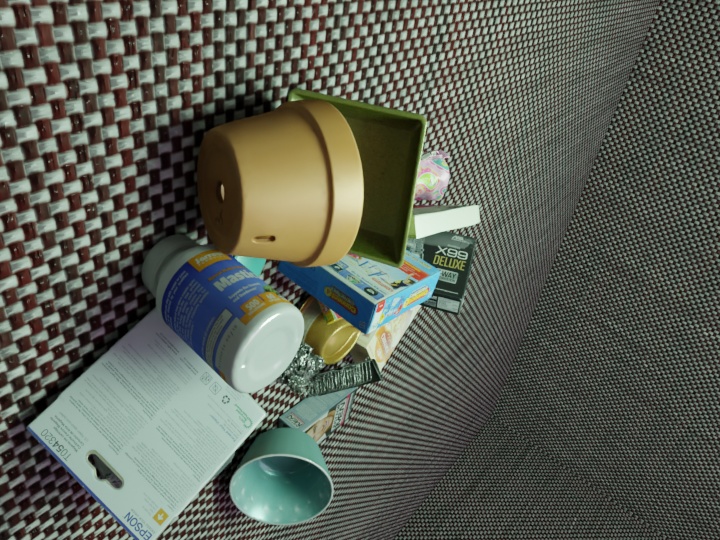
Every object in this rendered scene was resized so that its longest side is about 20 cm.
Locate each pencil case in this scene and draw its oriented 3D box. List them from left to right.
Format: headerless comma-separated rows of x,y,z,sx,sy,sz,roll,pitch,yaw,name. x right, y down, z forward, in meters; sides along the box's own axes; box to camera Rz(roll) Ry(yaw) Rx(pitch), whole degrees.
0.049,-0.146,0.861,0.195,0.088,0.089,-10,130,-28,pencil case

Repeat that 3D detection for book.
0.073,-0.085,0.873,0.131,0.198,0.050,-13,103,-32,book

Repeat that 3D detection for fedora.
-0.057,0.116,1.042,0.200,0.081,0.204,-42,149,-32,fedora

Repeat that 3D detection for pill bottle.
-0.169,0.040,0.644,0.112,0.198,0.114,-39,149,-30,pill bottle

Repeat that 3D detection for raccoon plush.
-0.138,0.113,0.842,0.098,0.133,0.200,-52,153,-9,raccoon plush

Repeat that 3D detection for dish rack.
-0.053,0.215,1.081,0.150,0.056,0.199,-19,169,18,dish rack

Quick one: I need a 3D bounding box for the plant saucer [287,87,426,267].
-0.011,-0.129,0.751,0.048,0.195,0.205,-40,143,-59,plant saucer

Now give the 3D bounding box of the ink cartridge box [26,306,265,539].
-0.250,0.181,0.665,0.200,0.197,0.043,-45,-176,-22,ink cartridge box

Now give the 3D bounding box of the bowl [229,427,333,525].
-0.150,0.387,1.068,0.106,0.195,0.205,-95,-165,-58,bowl

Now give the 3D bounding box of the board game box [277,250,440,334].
0.000,0.000,0.901,0.194,0.198,0.057,-21,136,-50,board game box

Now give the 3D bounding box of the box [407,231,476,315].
0.110,-0.012,1.033,0.051,0.195,0.160,89,19,-48,box

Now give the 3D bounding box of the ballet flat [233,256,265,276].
-0.183,0.021,0.752,0.067,0.061,0.205,37,67,-56,ballet flat

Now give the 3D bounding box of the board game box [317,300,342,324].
-0.015,0.034,1.031,0.030,0.098,0.198,-27,172,31,board game box

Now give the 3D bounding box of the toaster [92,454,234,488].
-0.263,0.237,0.749,0.198,0.113,0.131,-37,133,-22,toaster

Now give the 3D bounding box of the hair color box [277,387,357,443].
-0.096,0.323,1.204,0.198,0.060,0.101,-27,139,-47,hair color box

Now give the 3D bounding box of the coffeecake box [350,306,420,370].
0.052,0.108,1.222,0.202,0.072,0.155,-55,153,-21,coffeecake box

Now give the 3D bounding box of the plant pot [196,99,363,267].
-0.106,-0.099,0.652,0.137,0.200,0.205,-10,128,-36,plant pot
